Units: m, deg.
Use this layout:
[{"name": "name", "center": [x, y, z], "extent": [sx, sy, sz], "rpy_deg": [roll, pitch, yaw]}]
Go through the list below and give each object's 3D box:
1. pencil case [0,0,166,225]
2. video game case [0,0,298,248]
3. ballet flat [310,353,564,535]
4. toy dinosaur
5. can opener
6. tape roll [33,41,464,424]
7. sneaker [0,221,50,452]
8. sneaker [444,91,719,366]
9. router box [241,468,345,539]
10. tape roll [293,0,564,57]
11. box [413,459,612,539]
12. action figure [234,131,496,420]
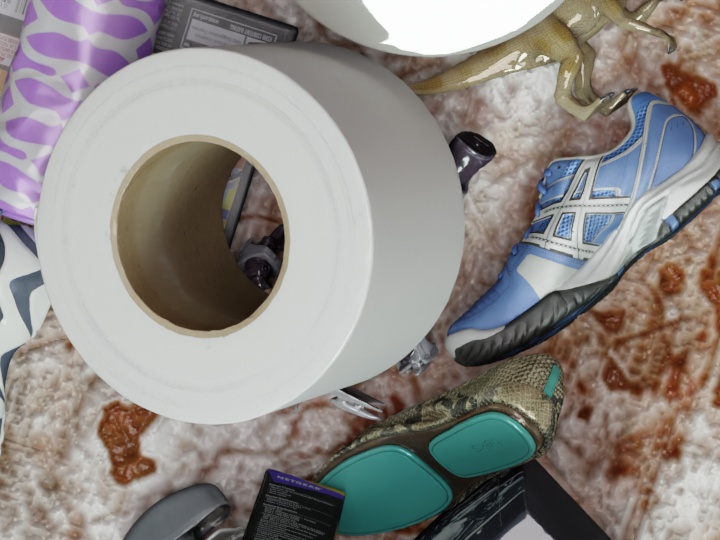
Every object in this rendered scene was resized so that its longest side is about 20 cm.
[{"name": "pencil case", "center": [-0.164, -0.118, 1.660], "extent": [0.085, 0.084, 0.200], "rpy_deg": [24, 98, 29]}, {"name": "video game case", "center": [-0.158, -0.087, 1.714], "extent": [0.200, 0.026, 0.181], "rpy_deg": [18, 98, -1]}, {"name": "ballet flat", "center": [0.051, 0.097, 1.696], "extent": [0.068, 0.075, 0.200], "rpy_deg": [44, 138, -15]}, {"name": "toy dinosaur", "center": [0.115, -0.134, 1.694], "extent": [0.200, 0.058, 0.101], "rpy_deg": [-39, 80, 1]}, {"name": "can opener", "center": [-0.148, 0.208, 1.749], "extent": [0.200, 0.053, 0.067], "rpy_deg": [-40, 62, 7]}, {"name": "tape roll", "center": [-0.059, -0.024, 1.605], "extent": [0.202, 0.139, 0.203], "rpy_deg": [3, 97, 22]}, {"name": "sneaker", "center": [-0.265, 0.059, 1.673], "extent": [0.129, 0.080, 0.199], "rpy_deg": [10, 117, -35]}, {"name": "sneaker", "center": [0.123, -0.021, 1.697], "extent": [0.200, 0.076, 0.077], "rpy_deg": [-41, 84, -1]}, {"name": "router box", "center": [-0.067, 0.236, 1.669], "extent": [0.052, 0.157, 0.200], "rpy_deg": [17, 111, -1]}, {"name": "tape roll", "center": [0.037, -0.213, 1.571], "extent": [0.202, 0.037, 0.203], "rpy_deg": [0, 118, 0]}, {"name": "box", "center": [0.061, 0.210, 1.659], "extent": [0.182, 0.200, 0.104], "rpy_deg": [-42, 94, 6]}, {"name": "action figure", "center": [0.000, 0.000, 1.702], "extent": [0.130, 0.069, 0.200], "rpy_deg": [30, 105, -9]}]
